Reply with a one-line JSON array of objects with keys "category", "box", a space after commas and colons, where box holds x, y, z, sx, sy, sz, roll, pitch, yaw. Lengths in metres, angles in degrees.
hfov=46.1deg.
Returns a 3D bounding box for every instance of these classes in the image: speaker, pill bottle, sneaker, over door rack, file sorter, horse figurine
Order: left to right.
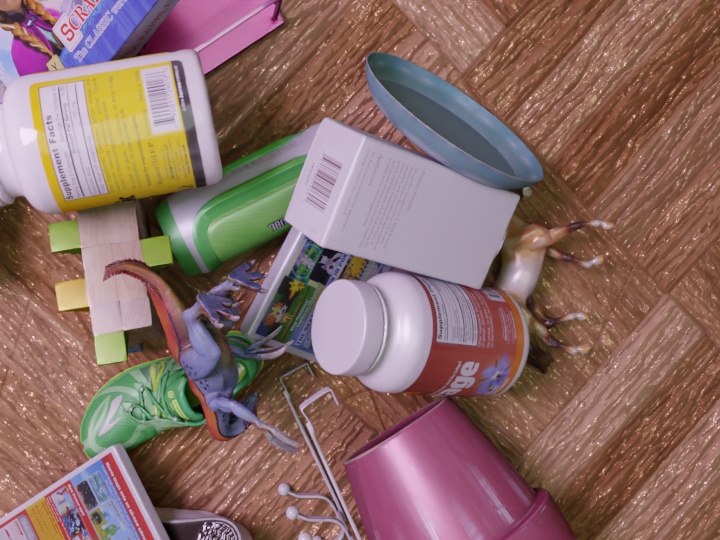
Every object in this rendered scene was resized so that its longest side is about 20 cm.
[{"category": "pill bottle", "box": [-0.218, -0.108, 0.681, 0.197, 0.111, 0.113, -11, 97, -9]}, {"category": "sneaker", "box": [-0.201, 0.275, 0.850, 0.197, 0.085, 0.074, 3, 75, 13]}, {"category": "file sorter", "box": [-0.176, -0.286, 0.766, 0.138, 0.125, 0.201, -34, 99, -4]}, {"category": "sneaker", "box": [-0.188, 0.120, 0.826, 0.199, 0.084, 0.075, -30, 100, -4]}, {"category": "speaker", "box": [-0.093, -0.071, 0.821, 0.198, 0.088, 0.089, -27, 99, -5]}, {"category": "over door rack", "box": [-0.047, 0.203, 0.825, 0.066, 0.148, 0.202, -14, 98, -12]}, {"category": "pill bottle", "box": [0.057, 0.062, 0.808, 0.198, 0.112, 0.114, 9, 95, -36]}, {"category": "horse figurine", "box": [0.183, 0.012, 0.886, 0.131, 0.050, 0.203, 9, 100, 3]}]

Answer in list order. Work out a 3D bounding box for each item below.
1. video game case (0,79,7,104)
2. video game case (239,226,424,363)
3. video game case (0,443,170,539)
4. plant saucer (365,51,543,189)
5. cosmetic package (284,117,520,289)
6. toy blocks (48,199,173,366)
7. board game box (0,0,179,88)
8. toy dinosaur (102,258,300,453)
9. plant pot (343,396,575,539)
[{"category": "video game case", "box": [-0.386, -0.174, 0.725, 0.198, 0.144, 0.018, 20, 133, -26]}, {"category": "video game case", "box": [0.000, 0.000, 0.827, 0.181, 0.022, 0.201, 24, 97, -39]}, {"category": "video game case", "box": [-0.276, 0.278, 0.812, 0.199, 0.017, 0.144, -33, 80, 14]}, {"category": "plant saucer", "box": [0.084, -0.137, 0.795, 0.199, 0.201, 0.028, 31, 115, -11]}, {"category": "cosmetic package", "box": [0.042, -0.057, 0.769, 0.199, 0.074, 0.103, 15, 103, -39]}, {"category": "toy blocks", "box": [-0.220, -0.008, 0.786, 0.099, 0.137, 0.203, -9, 79, -8]}, {"category": "board game box", "box": [-0.268, -0.249, 0.708, 0.199, 0.041, 0.200, -36, 94, 35]}, {"category": "toy dinosaur", "box": [-0.129, 0.077, 0.747, 0.198, 0.105, 0.183, 24, 128, -2]}, {"category": "plant pot", "box": [0.081, 0.234, 0.834, 0.199, 0.200, 0.180, -31, 84, -4]}]
